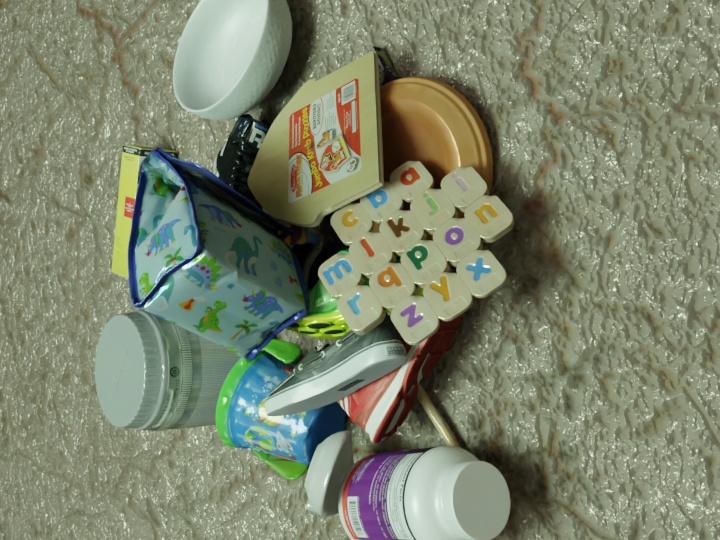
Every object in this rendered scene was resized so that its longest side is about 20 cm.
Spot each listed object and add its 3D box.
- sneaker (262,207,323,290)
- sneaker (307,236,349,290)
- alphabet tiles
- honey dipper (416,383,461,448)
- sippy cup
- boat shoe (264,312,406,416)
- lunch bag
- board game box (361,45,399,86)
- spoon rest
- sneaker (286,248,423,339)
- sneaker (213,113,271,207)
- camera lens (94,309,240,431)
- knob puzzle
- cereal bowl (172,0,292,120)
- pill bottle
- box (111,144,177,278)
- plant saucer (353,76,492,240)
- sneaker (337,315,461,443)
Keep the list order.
[{"bbox_3d":[-0.080,-0.065,1.036,0.090,0.075,0.202,9,96,45],"label":"sneaker"},{"bbox_3d":[0.000,0.000,1.011,0.199,0.076,0.092,-6,84,41],"label":"sneaker"},{"bbox_3d":[0.055,-0.023,0.862,0.199,0.015,0.196,-35,53,2],"label":"alphabet tiles"},{"bbox_3d":[0.088,0.175,0.965,0.038,0.038,0.201,-45,66,33],"label":"honey dipper"},{"bbox_3d":[-0.093,0.181,1.071,0.129,0.178,0.140,17,70,29],"label":"sippy cup"},{"bbox_3d":[-0.032,0.107,0.920,0.199,0.068,0.057,-30,65,32],"label":"boat shoe"},{"bbox_3d":[-0.158,-0.030,0.919,0.127,0.170,0.201,-39,44,17],"label":"lunch bag"},{"bbox_3d":[-0.018,-0.168,1.049,0.200,0.032,0.121,-39,71,36],"label":"board game box"},{"bbox_3d":[-0.032,0.256,1.009,0.060,0.200,0.100,19,63,5],"label":"spoon rest"},{"bbox_3d":[-0.015,0.024,0.934,0.199,0.074,0.084,-17,59,28],"label":"sneaker"},{"bbox_3d":[-0.153,-0.137,1.092,0.112,0.073,0.201,-57,27,30],"label":"sneaker"},{"bbox_3d":[-0.236,0.132,1.134,0.159,0.199,0.162,-3,85,47],"label":"camera lens"},{"bbox_3d":[-0.051,-0.135,0.972,0.218,0.030,0.222,-19,60,35],"label":"knob puzzle"},{"bbox_3d":[-0.160,-0.289,1.116,0.199,0.083,0.202,-18,62,38],"label":"cereal bowl"},{"bbox_3d":[0.068,0.251,0.907,0.199,0.112,0.114,-24,76,54],"label":"pill bottle"},{"bbox_3d":[-0.337,-0.091,1.307,0.050,0.075,0.202,17,102,39],"label":"box"},{"bbox_3d":[0.055,-0.118,0.955,0.199,0.037,0.202,10,107,35],"label":"plant saucer"},{"bbox_3d":[0.026,0.082,0.941,0.115,0.078,0.201,35,102,26],"label":"sneaker"}]
